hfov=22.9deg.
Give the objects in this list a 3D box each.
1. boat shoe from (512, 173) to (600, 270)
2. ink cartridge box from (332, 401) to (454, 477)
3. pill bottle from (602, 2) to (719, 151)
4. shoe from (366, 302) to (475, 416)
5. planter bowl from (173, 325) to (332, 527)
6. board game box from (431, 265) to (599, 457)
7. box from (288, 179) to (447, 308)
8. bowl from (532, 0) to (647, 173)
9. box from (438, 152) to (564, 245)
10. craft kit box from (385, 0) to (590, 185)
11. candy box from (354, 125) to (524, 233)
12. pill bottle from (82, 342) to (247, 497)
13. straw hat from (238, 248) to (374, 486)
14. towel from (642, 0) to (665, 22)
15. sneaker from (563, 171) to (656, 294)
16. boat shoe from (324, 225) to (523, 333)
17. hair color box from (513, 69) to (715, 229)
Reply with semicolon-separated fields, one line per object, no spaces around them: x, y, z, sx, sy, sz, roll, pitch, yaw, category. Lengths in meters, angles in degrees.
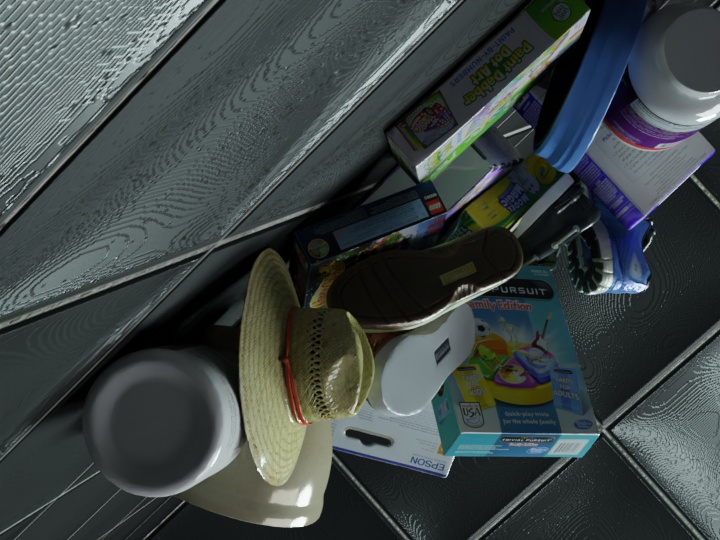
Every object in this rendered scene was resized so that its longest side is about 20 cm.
0.179;-0.023;1.837;0.076;0.060;0.200;-42;174;-32;boat shoe
0.029;0.109;1.854;0.041;0.199;0.201;-85;-167;-56;ink cartridge box
0.292;-0.182;1.653;0.112;0.113;0.200;-41;179;-9;pill bottle
0.027;0.080;1.625;0.091;0.072;0.200;-2;-163;28;shoe
-0.110;0.132;1.640;0.200;0.199;0.135;-23;133;-78;planter bowl
0.136;0.085;1.746;0.150;0.201;0.047;3;144;-22;board game box
0.000;0.000;1.647;0.136;0.038;0.200;-22;159;-16;box
0.214;-0.192;1.672;0.201;0.039;0.202;-158;-90;-87;bowl
0.126;-0.044;1.848;0.200;0.048;0.117;-36;171;-48;box
0.110;-0.159;1.557;0.197;0.049;0.200;-40;176;1;craft kit box
0.072;-0.078;1.824;0.168;0.072;0.200;-44;175;14;candy box
-0.148;0.117;1.452;0.114;0.114;0.200;-42;176;4;pill bottle
-0.034;0.078;1.490;0.085;0.202;0.201;-4;-175;13;straw hat
0.309;-0.311;1.708;0.200;0.030;0.146;-54;179;-9;towel
0.256;-0.043;1.868;0.201;0.089;0.079;-100;-149;-44;sneaker
0.051;0.017;1.607;0.199;0.072;0.076;-14;172;-26;boat shoe
0.249;-0.153;1.809;0.109;0.200;0.065;-41;177;-16;hair color box
